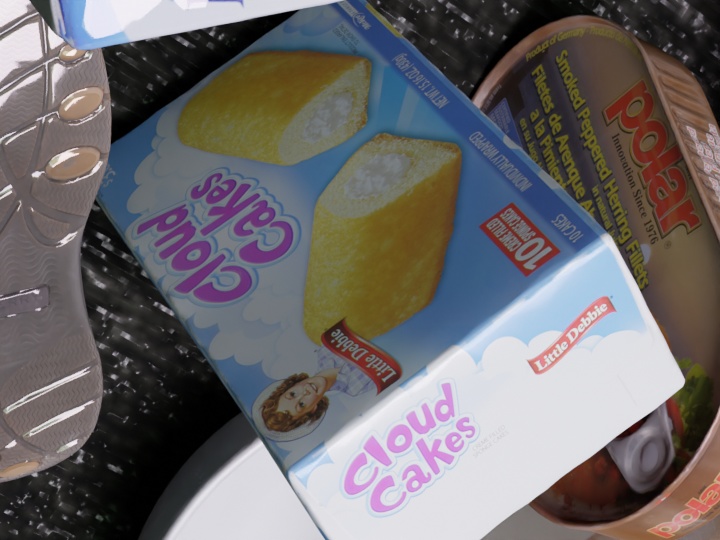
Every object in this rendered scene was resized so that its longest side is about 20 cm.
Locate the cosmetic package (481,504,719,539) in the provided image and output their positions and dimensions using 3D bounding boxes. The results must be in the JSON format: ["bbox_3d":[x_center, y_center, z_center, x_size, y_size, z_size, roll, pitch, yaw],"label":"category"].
[{"bbox_3d":[0.134,0.092,0.852,0.200,0.087,0.103,-37,127,24],"label":"cosmetic package"}]

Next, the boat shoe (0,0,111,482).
[{"bbox_3d":[-0.126,-0.026,0.805,0.075,0.072,0.201,-8,124,-23],"label":"boat shoe"}]

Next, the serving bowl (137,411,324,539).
[{"bbox_3d":[-0.002,0.117,0.937,0.199,0.066,0.201,-10,118,-18],"label":"serving bowl"}]

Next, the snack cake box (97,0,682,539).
[{"bbox_3d":[0.000,0.000,0.787,0.115,0.200,0.067,-35,127,-4],"label":"snack cake box"}]

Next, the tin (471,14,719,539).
[{"bbox_3d":[0.085,0.001,0.838,0.042,0.200,0.112,17,131,-32],"label":"tin"}]

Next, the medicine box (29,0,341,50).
[{"bbox_3d":[-0.020,-0.157,0.718,0.199,0.182,0.103,-13,119,-17],"label":"medicine box"}]
